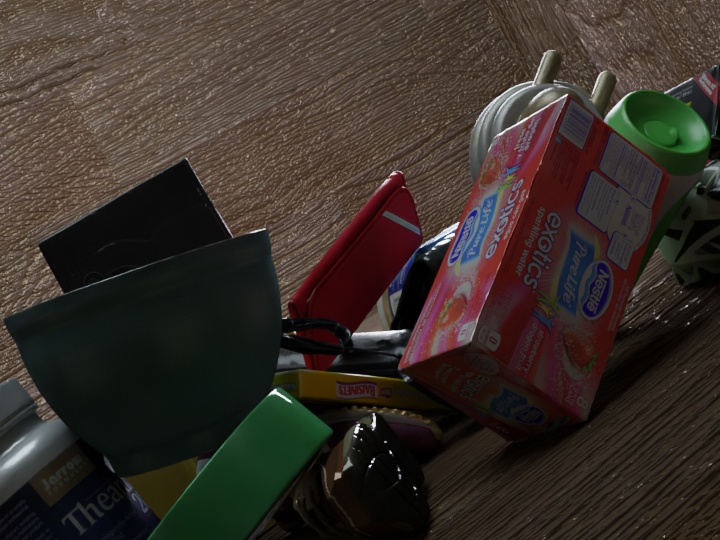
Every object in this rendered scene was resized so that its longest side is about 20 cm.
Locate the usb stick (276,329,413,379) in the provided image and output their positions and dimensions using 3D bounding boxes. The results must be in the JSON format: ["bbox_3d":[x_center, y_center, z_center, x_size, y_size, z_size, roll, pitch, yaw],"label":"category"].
[{"bbox_3d":[-0.002,0.073,1.227,0.197,0.033,0.056,-4,29,21],"label":"usb stick"}]

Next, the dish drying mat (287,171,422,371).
[{"bbox_3d":[0.000,0.000,1.228,0.018,0.078,0.200,3,35,29],"label":"dish drying mat"}]

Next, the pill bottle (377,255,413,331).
[{"bbox_3d":[0.120,0.015,1.518,0.199,0.117,0.115,-28,3,40],"label":"pill bottle"}]

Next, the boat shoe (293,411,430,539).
[{"bbox_3d":[-0.003,0.145,0.954,0.074,0.076,0.200,-37,-5,3],"label":"boat shoe"}]

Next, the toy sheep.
[{"bbox_3d":[0.152,-0.095,1.233,0.137,0.139,0.200,-31,-17,-9],"label":"toy sheep"}]

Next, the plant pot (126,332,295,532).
[{"bbox_3d":[-0.133,0.140,1.331,0.199,0.178,0.199,-33,3,-37],"label":"plant pot"}]

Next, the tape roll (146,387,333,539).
[{"bbox_3d":[-0.095,0.168,0.944,0.201,0.048,0.200,-52,-5,-7],"label":"tape roll"}]

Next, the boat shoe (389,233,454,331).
[{"bbox_3d":[0.051,0.050,1.269,0.056,0.069,0.202,-19,-39,-35],"label":"boat shoe"}]

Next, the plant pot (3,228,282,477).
[{"bbox_3d":[-0.139,0.066,1.060,0.198,0.136,0.200,-18,0,0],"label":"plant pot"}]

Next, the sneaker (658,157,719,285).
[{"bbox_3d":[0.283,-0.051,1.121,0.074,0.089,0.199,-38,6,-31],"label":"sneaker"}]

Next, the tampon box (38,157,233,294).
[{"bbox_3d":[-0.192,-0.003,1.345,0.149,0.127,0.200,-31,3,-7],"label":"tampon box"}]

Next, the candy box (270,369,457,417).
[{"bbox_3d":[-0.016,0.102,1.188,0.101,0.027,0.199,-9,-13,41],"label":"candy box"}]

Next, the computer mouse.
[{"bbox_3d":[0.022,0.076,1.136,0.059,0.197,0.034,-83,10,-62],"label":"computer mouse"}]

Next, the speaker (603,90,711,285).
[{"bbox_3d":[0.193,-0.038,1.138,0.088,0.088,0.201,-32,-26,-43],"label":"speaker"}]

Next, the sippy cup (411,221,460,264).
[{"bbox_3d":[0.114,0.018,1.321,0.177,0.131,0.139,-27,4,47],"label":"sippy cup"}]

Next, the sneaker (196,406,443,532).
[{"bbox_3d":[-0.031,0.156,1.148,0.197,0.092,0.075,-5,-12,16],"label":"sneaker"}]

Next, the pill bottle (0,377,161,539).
[{"bbox_3d":[-0.219,0.181,1.079,0.111,0.201,0.111,-41,0,0],"label":"pill bottle"}]

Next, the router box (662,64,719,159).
[{"bbox_3d":[0.297,-0.094,1.238,0.148,0.063,0.200,15,-17,-22],"label":"router box"}]

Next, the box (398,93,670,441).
[{"bbox_3d":[0.120,0.000,0.998,0.094,0.102,0.202,-27,35,58],"label":"box"}]
